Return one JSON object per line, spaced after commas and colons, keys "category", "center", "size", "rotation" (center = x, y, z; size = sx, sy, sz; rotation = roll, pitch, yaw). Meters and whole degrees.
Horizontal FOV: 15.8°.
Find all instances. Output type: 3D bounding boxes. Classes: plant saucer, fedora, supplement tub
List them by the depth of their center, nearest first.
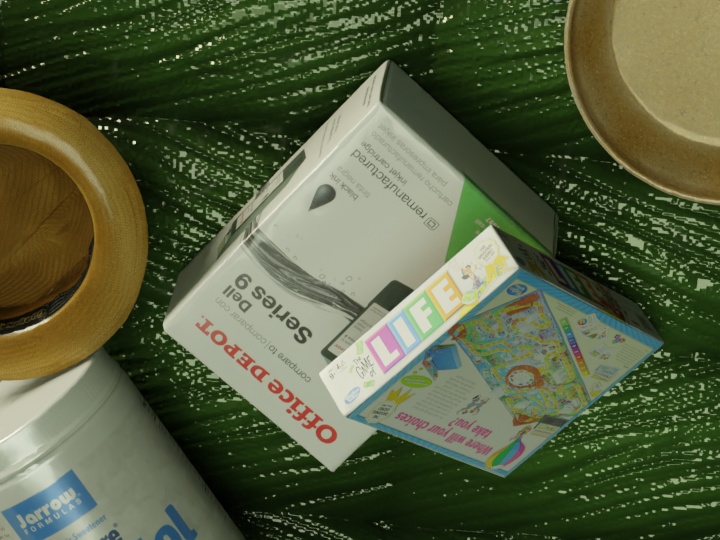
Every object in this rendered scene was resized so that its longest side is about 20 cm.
{"category": "plant saucer", "center": [0.218, -0.137, 1.501], "size": [0.199, 0.035, 0.202], "rotation": [2, 113, 5]}
{"category": "fedora", "center": [-0.216, -0.032, 1.563], "size": [0.199, 0.082, 0.202], "rotation": [4, 117, 8]}
{"category": "supplement tub", "center": [-0.158, 0.158, 1.609], "size": [0.131, 0.132, 0.201], "rotation": [-30, 107, 16]}

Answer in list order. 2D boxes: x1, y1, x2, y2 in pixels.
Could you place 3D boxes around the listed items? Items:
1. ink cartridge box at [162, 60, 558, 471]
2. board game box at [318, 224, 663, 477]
{"category": "ink cartridge box", "center": [0.000, 0.000, 1.553], "size": [0.146, 0.084, 0.200], "rotation": [40, 110, -12]}
{"category": "board game box", "center": [0.081, 0.052, 1.517], "size": [0.134, 0.200, 0.034], "rotation": [-41, 60, 14]}
